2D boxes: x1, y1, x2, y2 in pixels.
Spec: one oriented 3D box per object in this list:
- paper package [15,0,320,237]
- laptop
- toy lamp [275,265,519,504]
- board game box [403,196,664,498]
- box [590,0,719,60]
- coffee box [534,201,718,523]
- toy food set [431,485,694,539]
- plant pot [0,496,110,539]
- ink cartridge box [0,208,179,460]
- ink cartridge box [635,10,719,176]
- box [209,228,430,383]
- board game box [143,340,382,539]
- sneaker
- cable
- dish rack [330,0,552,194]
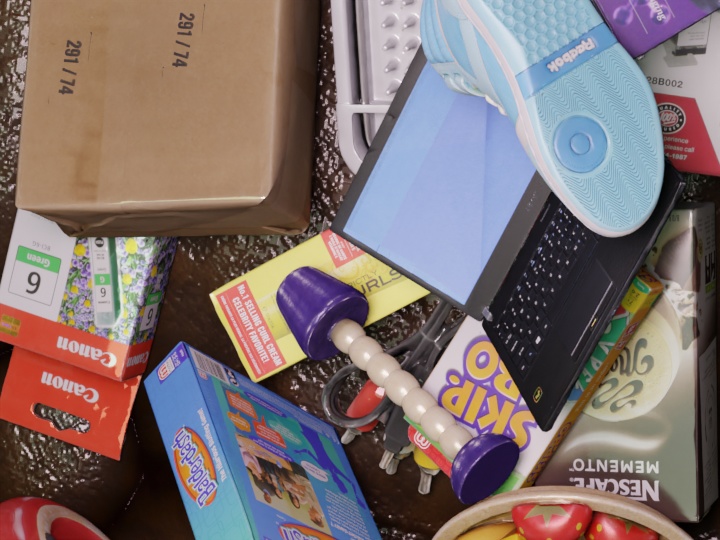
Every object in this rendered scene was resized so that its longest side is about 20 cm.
[{"bbox_3d":[-0.127,-0.129,1.496,0.189,0.103,0.202,-1,80,14],"label":"paper package"},{"bbox_3d":[0.084,-0.037,1.357,0.102,0.200,0.178,17,114,-24],"label":"laptop"},{"bbox_3d":[0.017,0.069,1.446,0.200,0.058,0.058,43,107,32],"label":"toy lamp"},{"bbox_3d":[0.104,0.060,1.434,0.095,0.030,0.201,41,117,23],"label":"board game box"},{"bbox_3d":[0.194,-0.234,1.292,0.199,0.104,0.149,-32,98,2],"label":"box"},{"bbox_3d":[0.174,0.058,1.463,0.112,0.080,0.202,-1,95,18],"label":"coffee box"},{"bbox_3d":[0.136,0.210,1.458,0.197,0.049,0.200,-29,128,37],"label":"toy food set"},{"bbox_3d":[-0.241,0.269,1.553,0.182,0.200,0.201,-44,83,8],"label":"plant pot"},{"bbox_3d":[-0.201,0.028,1.587,0.108,0.050,0.202,17,99,14],"label":"ink cartridge box"},{"bbox_3d":[0.230,-0.162,1.400,0.145,0.083,0.202,6,98,-6],"label":"ink cartridge box"},{"bbox_3d":[0.000,0.000,1.525,0.199,0.050,0.076,-27,89,18],"label":"box"},{"bbox_3d":[-0.053,0.151,1.455,0.045,0.152,0.201,-45,38,16],"label":"board game box"},{"bbox_3d":[0.102,-0.105,1.288,0.079,0.131,0.201,-23,85,-15],"label":"sneaker"},{"bbox_3d":[0.044,0.054,1.507,0.097,0.050,0.201,29,111,6],"label":"cable"},{"bbox_3d":[0.067,-0.152,1.415,0.170,0.044,0.202,3,110,20],"label":"dish rack"}]
